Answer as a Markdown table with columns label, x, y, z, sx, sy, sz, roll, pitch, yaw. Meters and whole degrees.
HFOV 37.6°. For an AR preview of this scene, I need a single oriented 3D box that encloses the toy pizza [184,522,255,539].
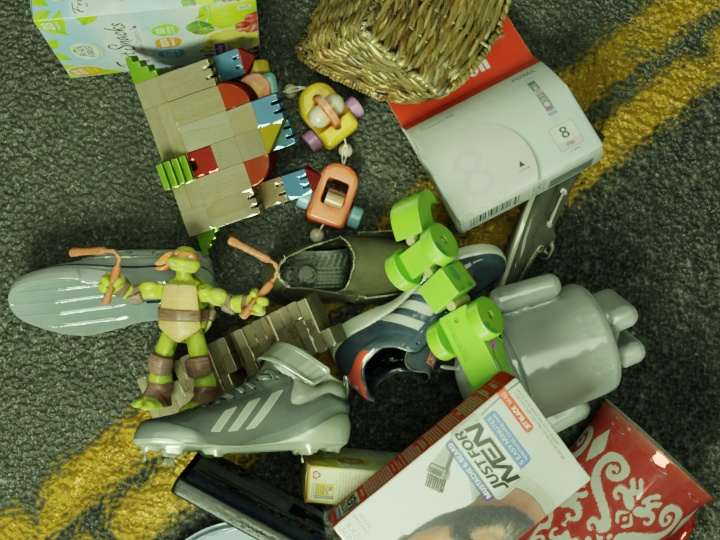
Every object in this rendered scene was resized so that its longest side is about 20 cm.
| label | x | y | z | sx | sy | sz | roll | pitch | yaw |
| --- | --- | --- | --- | --- | --- | --- | --- | --- | --- |
| toy pizza | -0.117 | 0.348 | 1.042 | 0.197 | 0.032 | 0.204 | 0 | 85 | -5 |

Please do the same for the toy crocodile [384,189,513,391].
| label | x | y | z | sx | sy | sz | roll | pitch | yaw |
| --- | --- | --- | --- | --- | --- | --- | --- | --- | --- |
| toy crocodile | 0.084 | 0.020 | 0.980 | 0.067 | 0.061 | 0.202 | -37 | 78 | 38 |

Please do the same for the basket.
| label | x | y | z | sx | sy | sz | roll | pitch | yaw |
| --- | --- | --- | --- | --- | --- | --- | --- | --- | --- |
| basket | 0.055 | -0.268 | 1.057 | 0.142 | 0.148 | 0.202 | 31 | 76 | -26 |

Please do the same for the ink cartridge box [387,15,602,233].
| label | x | y | z | sx | sy | sz | roll | pitch | yaw |
| --- | --- | --- | --- | --- | --- | --- | --- | --- | --- |
| ink cartridge box | 0.122 | -0.160 | 1.052 | 0.161 | 0.057 | 0.202 | -27 | 76 | -3 |

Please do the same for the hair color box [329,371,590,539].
| label | x | y | z | sx | sy | sz | roll | pitch | yaw |
| --- | --- | --- | --- | --- | --- | --- | --- | --- | --- |
| hair color box | 0.084 | 0.193 | 0.908 | 0.199 | 0.064 | 0.111 | -39 | 93 | -3 |

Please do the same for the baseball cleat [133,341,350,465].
| label | x | y | z | sx | sy | sz | roll | pitch | yaw |
| --- | --- | --- | --- | --- | --- | --- | --- | --- | --- |
| baseball cleat | -0.103 | 0.117 | 0.937 | 0.197 | 0.070 | 0.108 | 5 | 78 | -28 |

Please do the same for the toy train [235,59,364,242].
| label | x | y | z | sx | sy | sz | roll | pitch | yaw |
| --- | --- | --- | --- | --- | --- | --- | --- | --- | --- |
| toy train | -0.073 | -0.127 | 1.061 | 0.198 | 0.056 | 0.152 | 25 | 85 | -3 |

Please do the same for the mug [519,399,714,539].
| label | x | y | z | sx | sy | sz | roll | pitch | yaw |
| --- | --- | --- | --- | --- | --- | --- | --- | --- | --- |
| mug | 0.238 | 0.258 | 1.022 | 0.177 | 0.133 | 0.200 | 41 | 94 | -8 |

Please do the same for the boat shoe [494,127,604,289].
| label | x | y | z | sx | sy | sz | roll | pitch | yaw |
| --- | --- | --- | --- | --- | --- | --- | --- | --- | --- |
| boat shoe | 0.194 | -0.064 | 1.074 | 0.056 | 0.067 | 0.202 | 21 | 82 | 1 |

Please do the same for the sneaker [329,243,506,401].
| label | x | y | z | sx | sy | sz | roll | pitch | yaw |
| --- | --- | --- | --- | --- | --- | --- | --- | --- | --- |
| sneaker | 0.068 | 0.056 | 1.033 | 0.199 | 0.075 | 0.085 | -36 | 52 | 8 |

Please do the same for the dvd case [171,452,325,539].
| label | x | y | z | sx | sy | sz | roll | pitch | yaw |
| --- | --- | --- | --- | --- | --- | --- | --- | --- | --- |
| dvd case | -0.097 | 0.213 | 0.966 | 0.141 | 0.200 | 0.018 | 28 | 87 | -1 |

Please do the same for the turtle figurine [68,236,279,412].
| label | x | y | z | sx | sy | sz | roll | pitch | yaw |
| --- | --- | --- | --- | --- | --- | --- | --- | --- | --- |
| turtle figurine | -0.174 | 0.046 | 0.977 | 0.197 | 0.064 | 0.164 | 5 | 92 | 4 |

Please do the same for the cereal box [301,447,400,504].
| label | x | y | z | sx | sy | sz | roll | pitch | yaw |
| --- | --- | --- | --- | --- | --- | --- | --- | --- | --- |
| cereal box | 0.043 | 0.200 | 1.008 | 0.197 | 0.144 | 0.040 | 6 | 87 | -3 |

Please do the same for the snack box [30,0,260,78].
| label | x | y | z | sx | sy | sz | roll | pitch | yaw |
| --- | --- | --- | --- | --- | --- | --- | --- | --- | --- |
| snack box | -0.196 | -0.246 | 1.002 | 0.197 | 0.169 | 0.069 | -6 | 84 | -4 |

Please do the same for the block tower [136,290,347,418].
| label | x | y | z | sx | sy | sz | roll | pitch | yaw |
| --- | --- | --- | --- | --- | --- | --- | --- | --- | --- |
| block tower | -0.114 | 0.084 | 1.020 | 0.198 | 0.054 | 0.058 | -24 | 89 | 12 |

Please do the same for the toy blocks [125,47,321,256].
| label | x | y | z | sx | sy | sz | roll | pitch | yaw |
| --- | --- | --- | --- | --- | --- | --- | --- | --- | --- |
| toy blocks | -0.122 | -0.129 | 1.011 | 0.135 | 0.100 | 0.203 | -17 | 101 | 8 |

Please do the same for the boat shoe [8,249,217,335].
| label | x | y | z | sx | sy | sz | roll | pitch | yaw |
| --- | --- | --- | --- | --- | --- | --- | --- | --- | --- |
| boat shoe | -0.239 | 0.016 | 1.037 | 0.197 | 0.067 | 0.074 | 1 | 125 | -7 |

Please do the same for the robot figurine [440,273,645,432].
| label | x | y | z | sx | sy | sz | roll | pitch | yaw |
| --- | --- | --- | --- | --- | --- | --- | --- | --- | --- |
| robot figurine | 0.177 | 0.085 | 1.040 | 0.198 | 0.113 | 0.172 | -21 | 108 | -5 |

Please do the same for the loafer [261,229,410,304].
| label | x | y | z | sx | sy | sz | roll | pitch | yaw |
| --- | --- | --- | --- | --- | --- | --- | --- | --- | --- |
| loafer | 0.000 | 0.000 | 1.052 | 0.197 | 0.070 | 0.076 | -10 | 87 | -5 |
